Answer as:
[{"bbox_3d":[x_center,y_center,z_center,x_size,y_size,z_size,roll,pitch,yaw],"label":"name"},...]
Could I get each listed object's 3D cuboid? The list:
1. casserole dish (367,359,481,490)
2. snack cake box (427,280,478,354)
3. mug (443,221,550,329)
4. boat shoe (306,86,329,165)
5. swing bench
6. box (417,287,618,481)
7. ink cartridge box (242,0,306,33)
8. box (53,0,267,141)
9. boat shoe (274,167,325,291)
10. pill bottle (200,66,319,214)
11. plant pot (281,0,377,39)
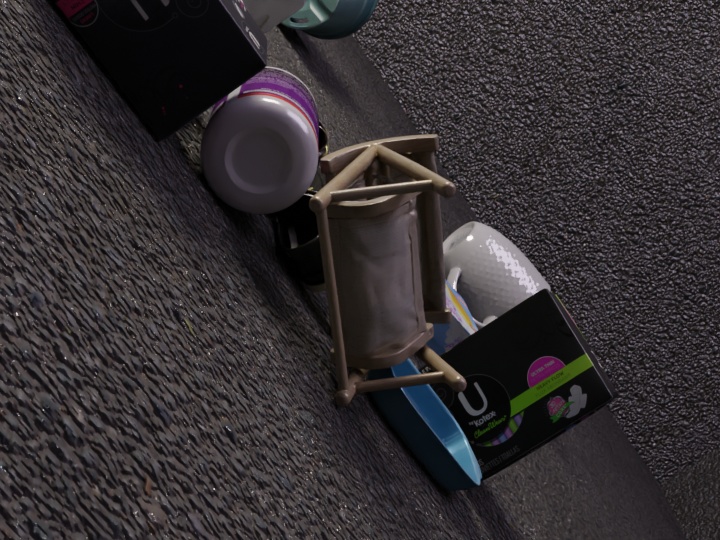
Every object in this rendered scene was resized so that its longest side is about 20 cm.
[{"bbox_3d":[0.062,0.154,1.352,0.201,0.039,0.121,53,11,-25],"label":"casserole dish"},{"bbox_3d":[0.090,0.049,1.715,0.200,0.067,0.116,46,14,-47],"label":"snack cake box"},{"bbox_3d":[0.209,0.024,2.197,0.176,0.147,0.200,49,42,-13],"label":"mug"},{"bbox_3d":[-0.066,-0.146,1.464,0.201,0.060,0.073,70,16,-70],"label":"boat shoe"},{"bbox_3d":[0.026,-0.007,1.224,0.200,0.128,0.201,-93,177,-72],"label":"swing bench"},{"bbox_3d":[0.178,0.137,1.492,0.149,0.199,0.124,58,11,11],"label":"box"},{"bbox_3d":[-0.169,-0.374,1.543,0.201,0.145,0.084,63,11,30],"label":"ink cartridge box"},{"bbox_3d":[-0.185,-0.239,1.134,0.201,0.122,0.106,53,11,-21],"label":"box"},{"bbox_3d":[-0.053,-0.062,1.358,0.202,0.073,0.063,-100,163,-54],"label":"boat shoe"},{"bbox_3d":[-0.096,-0.136,1.273,0.113,0.112,0.200,54,11,-17],"label":"pill bottle"},{"bbox_3d":[-0.080,-0.510,2.288,0.201,0.199,0.196,56,18,-3],"label":"plant pot"}]
